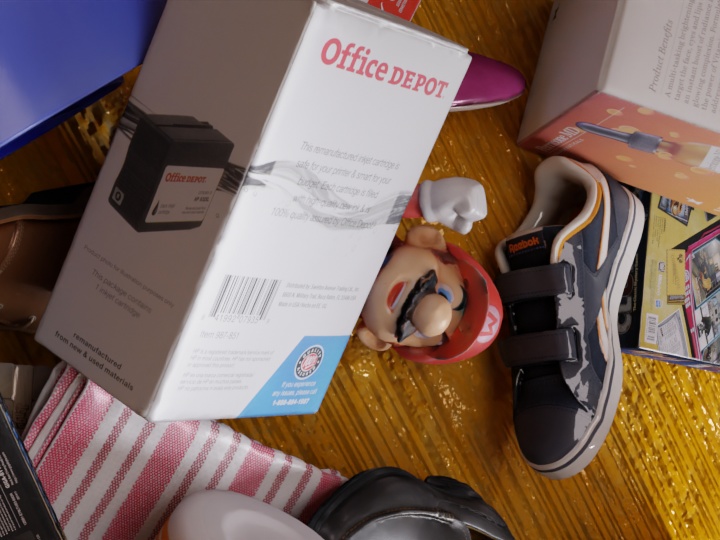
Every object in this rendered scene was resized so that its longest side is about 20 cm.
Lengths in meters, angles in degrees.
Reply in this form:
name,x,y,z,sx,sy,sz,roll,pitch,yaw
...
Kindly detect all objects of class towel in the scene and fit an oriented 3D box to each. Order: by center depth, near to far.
name,x,y,z,sx,sy,sz,roll,pitch,yaw
towel,-0.107,0.136,0.833,0.199,0.030,0.147,29,96,-41

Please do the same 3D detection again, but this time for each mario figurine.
name,x,y,z,sx,sy,sz,roll,pitch,yaw
mario figurine,0.000,0.000,0.908,0.199,0.123,0.107,23,47,-27

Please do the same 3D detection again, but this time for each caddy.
name,x,y,z,sx,sy,sz,roll,pitch,yaw
caddy,-0.176,-0.109,0.763,0.200,0.141,0.106,-39,100,-42

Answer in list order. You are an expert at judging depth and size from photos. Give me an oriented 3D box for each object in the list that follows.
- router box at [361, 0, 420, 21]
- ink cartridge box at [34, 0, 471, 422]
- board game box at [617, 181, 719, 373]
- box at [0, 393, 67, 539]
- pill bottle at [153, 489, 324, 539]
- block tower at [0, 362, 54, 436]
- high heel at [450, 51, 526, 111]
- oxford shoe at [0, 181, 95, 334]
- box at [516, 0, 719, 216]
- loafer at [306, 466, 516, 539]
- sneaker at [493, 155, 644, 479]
name,x,y,z,sx,sy,sz,roll,pitch,yaw
router box,-0.029,-0.226,0.903,0.179,0.049,0.201,38,53,-18
ink cartridge box,-0.048,-0.037,0.781,0.145,0.083,0.202,6,111,-58
board game box,0.233,-0.036,1.129,0.134,0.034,0.202,13,79,-34
box,-0.239,0.113,0.712,0.197,0.050,0.202,-25,110,-10
pill bottle,-0.088,0.215,0.790,0.112,0.112,0.201,24,107,-32
block tower,-0.198,0.070,0.800,0.198,0.054,0.059,6,84,-35
high heel,0.015,-0.142,0.955,0.198,0.067,0.097,-2,99,-33
oxford shoe,-0.180,0.001,0.810,0.199,0.071,0.072,-12,99,-37
box,0.220,-0.109,1.014,0.198,0.152,0.107,18,79,-10
loafer,0.034,0.153,0.901,0.199,0.072,0.073,3,113,-59
sneaker,0.118,0.024,1.017,0.079,0.078,0.202,32,58,-35
